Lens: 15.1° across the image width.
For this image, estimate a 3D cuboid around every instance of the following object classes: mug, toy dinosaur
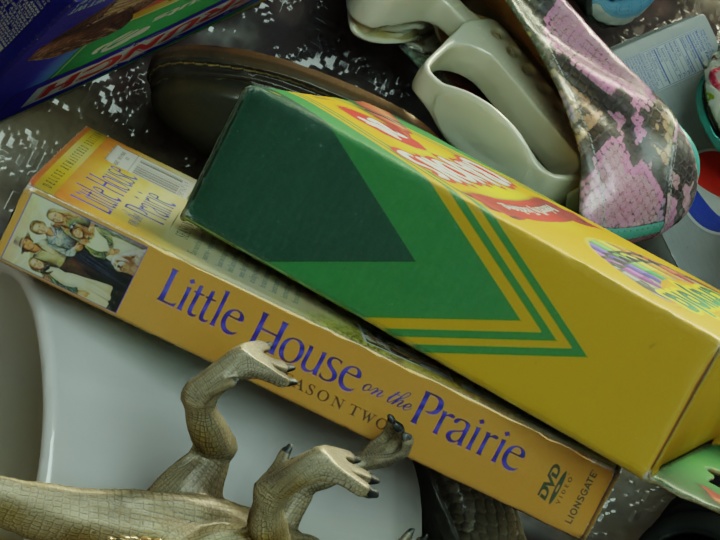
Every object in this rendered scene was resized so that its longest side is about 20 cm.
[{"bbox_3d":[-0.074,0.093,0.904,0.153,0.187,0.149,11,40,-29],"label":"mug"},{"bbox_3d":[-0.045,0.075,0.777,0.200,0.101,0.058,27,23,-39],"label":"toy dinosaur"}]

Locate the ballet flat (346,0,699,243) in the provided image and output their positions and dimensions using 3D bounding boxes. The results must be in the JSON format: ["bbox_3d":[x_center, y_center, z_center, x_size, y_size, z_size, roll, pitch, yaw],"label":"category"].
[{"bbox_3d":[0.040,-0.083,0.977,0.071,0.069,0.200,-18,58,-38],"label":"ballet flat"}]

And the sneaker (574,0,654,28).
[{"bbox_3d":[0.128,-0.164,1.032,0.078,0.090,0.200,52,45,-4],"label":"sneaker"}]

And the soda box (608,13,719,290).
[{"bbox_3d":[0.134,0.009,1.029,0.063,0.068,0.200,-25,87,-27],"label":"soda box"}]

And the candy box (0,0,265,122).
[{"bbox_3d":[-0.072,-0.122,0.903,0.169,0.200,0.077,-29,91,-25],"label":"candy box"}]

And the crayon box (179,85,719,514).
[{"bbox_3d":[0.056,0.009,0.864,0.200,0.127,0.051,29,99,13],"label":"crayon box"}]

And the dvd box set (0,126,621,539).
[{"bbox_3d":[-0.014,0.016,0.880,0.200,0.146,0.029,26,99,-4],"label":"dvd box set"}]

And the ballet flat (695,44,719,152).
[{"bbox_3d":[0.203,-0.061,1.035,0.200,0.064,0.076,9,60,-51],"label":"ballet flat"}]

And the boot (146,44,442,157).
[{"bbox_3d":[0.000,0.000,0.972,0.200,0.075,0.097,29,65,-16],"label":"boot"}]

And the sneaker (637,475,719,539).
[{"bbox_3d":[0.133,0.159,0.956,0.099,0.071,0.200,-23,108,-57],"label":"sneaker"}]

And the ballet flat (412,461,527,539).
[{"bbox_3d":[0.060,0.124,0.960,0.046,0.067,0.200,-30,102,-12],"label":"ballet flat"}]

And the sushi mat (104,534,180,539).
[{"bbox_3d":[-0.062,0.137,0.815,0.096,0.200,0.012,3,51,-26],"label":"sushi mat"}]
